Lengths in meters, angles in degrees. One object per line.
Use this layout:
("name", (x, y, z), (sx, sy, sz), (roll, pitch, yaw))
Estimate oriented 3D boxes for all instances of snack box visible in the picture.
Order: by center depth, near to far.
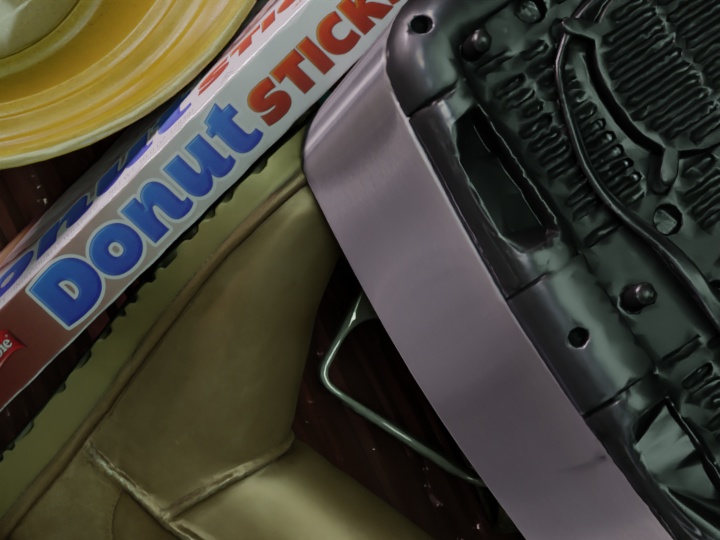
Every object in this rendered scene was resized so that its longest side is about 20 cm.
("snack box", (-0.052, -0.032, 0.719), (0.024, 0.072, 0.200), (43, 103, -15))

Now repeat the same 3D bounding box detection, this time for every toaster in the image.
("toaster", (0.098, -0.013, 0.657), (0.199, 0.119, 0.181), (-34, 89, -19))

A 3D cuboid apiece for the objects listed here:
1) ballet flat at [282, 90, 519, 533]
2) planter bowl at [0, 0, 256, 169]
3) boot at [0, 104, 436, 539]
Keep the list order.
("ballet flat", (0.000, 0.000, 0.782), (0.071, 0.071, 0.200), (-44, 94, -17))
("planter bowl", (-0.120, -0.113, 0.747), (0.199, 0.083, 0.202), (2, 75, -6))
("boot", (0.006, 0.075, 0.745), (0.200, 0.066, 0.175), (40, 112, -4))
